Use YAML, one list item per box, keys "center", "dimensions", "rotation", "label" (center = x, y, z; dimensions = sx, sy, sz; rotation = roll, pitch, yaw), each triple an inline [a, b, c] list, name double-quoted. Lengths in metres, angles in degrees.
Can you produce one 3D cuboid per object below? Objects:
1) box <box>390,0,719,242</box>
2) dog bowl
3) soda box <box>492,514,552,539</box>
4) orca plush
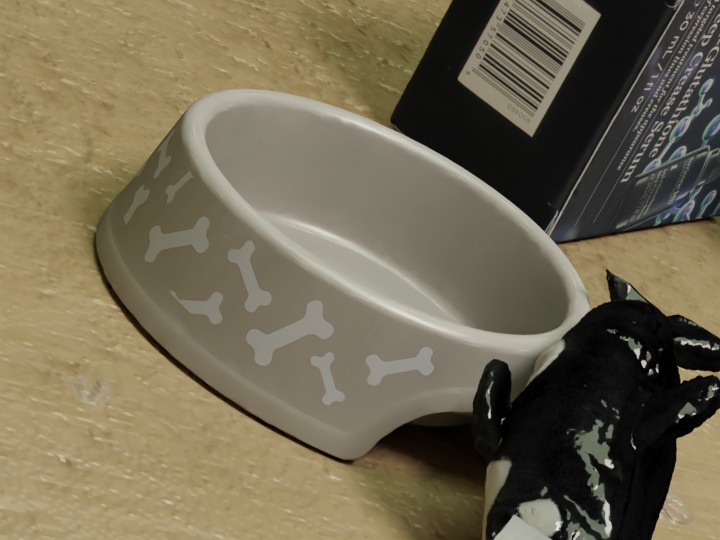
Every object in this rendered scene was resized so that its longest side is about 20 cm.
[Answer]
- center: [0.133, -0.108, 1.246]
  dimensions: [0.107, 0.149, 0.200]
  rotation: [39, 25, 24]
  label: "box"
- center: [0.000, 0.000, 0.973]
  dimensions: [0.199, 0.059, 0.200]
  rotation: [24, 22, -10]
  label: "dog bowl"
- center: [0.029, 0.140, 0.692]
  dimensions: [0.068, 0.064, 0.200]
  rotation: [33, 23, 7]
  label: "soda box"
- center: [0.104, 0.060, 0.887]
  dimensions: [0.200, 0.071, 0.106]
  rotation: [-35, 102, -58]
  label: "orca plush"
